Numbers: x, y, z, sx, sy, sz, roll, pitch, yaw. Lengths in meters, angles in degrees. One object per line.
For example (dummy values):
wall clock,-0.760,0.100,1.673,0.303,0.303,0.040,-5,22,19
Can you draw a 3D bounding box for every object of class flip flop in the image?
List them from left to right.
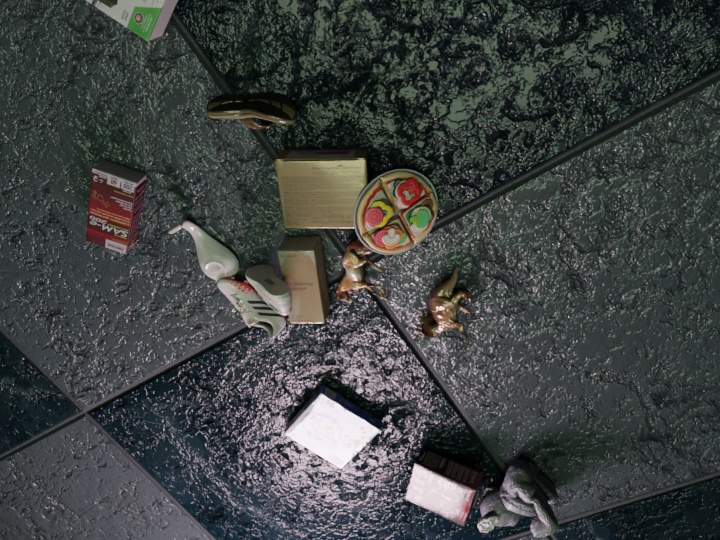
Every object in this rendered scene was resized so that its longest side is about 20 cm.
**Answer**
flip flop,-0.228,-0.330,1.374,0.199,0.081,0.058,3,137,9

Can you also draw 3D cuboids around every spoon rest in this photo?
spoon rest,-0.375,-0.051,1.572,0.099,0.061,0.200,-24,126,22

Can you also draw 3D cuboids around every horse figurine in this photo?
horse figurine,0.000,0.000,1.527,0.132,0.050,0.201,16,132,24

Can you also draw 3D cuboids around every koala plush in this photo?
koala plush,0.407,0.628,1.768,0.200,0.177,0.184,-35,97,25

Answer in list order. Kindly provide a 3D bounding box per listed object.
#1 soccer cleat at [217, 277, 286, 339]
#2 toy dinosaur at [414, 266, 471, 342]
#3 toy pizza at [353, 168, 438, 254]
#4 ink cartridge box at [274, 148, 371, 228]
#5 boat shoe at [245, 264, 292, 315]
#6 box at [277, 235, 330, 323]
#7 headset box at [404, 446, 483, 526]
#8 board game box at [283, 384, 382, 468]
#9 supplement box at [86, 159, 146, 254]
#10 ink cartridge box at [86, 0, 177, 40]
soccer cleat,-0.274,0.092,1.605,0.200,0.085,0.069,36,141,-14
toy dinosaur,0.192,0.091,1.541,0.135,0.086,0.201,5,115,14
toy pizza,0.082,-0.122,1.415,0.199,0.032,0.201,-9,119,-17
ink cartridge box,-0.077,-0.180,1.430,0.199,0.075,0.166,1,119,8
boat shoe,-0.211,0.045,1.525,0.072,0.200,0.069,-22,120,-29
box,-0.133,0.023,1.553,0.094,0.078,0.201,-2,119,11
headset box,0.238,0.601,1.796,0.199,0.077,0.149,19,122,16
board game box,-0.077,0.435,1.800,0.200,0.043,0.199,34,118,-11
supplement box,-0.581,-0.148,1.540,0.108,0.061,0.201,18,122,-2
ink cartridge box,-0.460,-0.572,1.265,0.199,0.083,0.147,32,119,-8
